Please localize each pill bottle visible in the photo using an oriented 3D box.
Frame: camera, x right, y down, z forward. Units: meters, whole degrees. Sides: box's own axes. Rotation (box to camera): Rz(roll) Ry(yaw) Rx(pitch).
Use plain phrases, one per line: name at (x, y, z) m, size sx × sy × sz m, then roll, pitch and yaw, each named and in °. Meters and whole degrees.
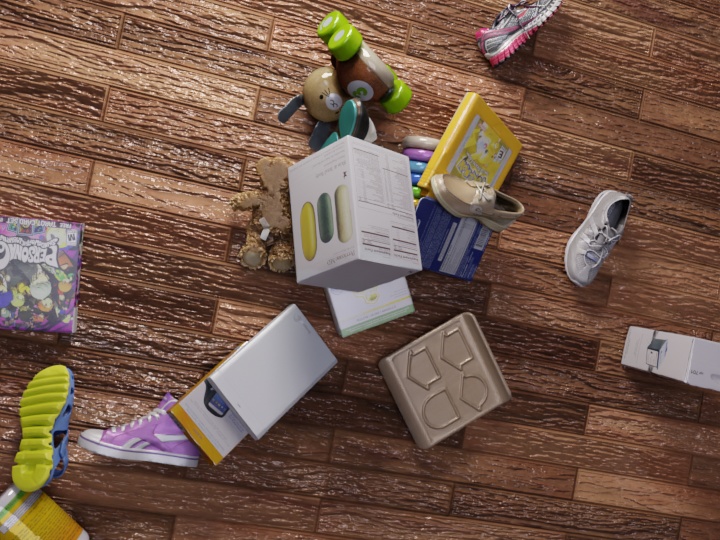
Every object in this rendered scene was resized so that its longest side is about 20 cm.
pill bottle at (-0.506, 0.434, 1.184) m, size 0.111 × 0.111 × 0.200 m, roll -44°, pitch 99°, yaw -9°

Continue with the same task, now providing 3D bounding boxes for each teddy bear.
teddy bear at (-0.153, -0.095, 1.295) m, size 0.143 × 0.067 × 0.203 m, roll -9°, pitch 98°, yaw -3°

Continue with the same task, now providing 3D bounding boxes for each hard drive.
hard drive at (-0.146, 0.170, 1.274) m, size 0.200 × 0.026 × 0.132 m, roll -42°, pitch 99°, yaw -30°

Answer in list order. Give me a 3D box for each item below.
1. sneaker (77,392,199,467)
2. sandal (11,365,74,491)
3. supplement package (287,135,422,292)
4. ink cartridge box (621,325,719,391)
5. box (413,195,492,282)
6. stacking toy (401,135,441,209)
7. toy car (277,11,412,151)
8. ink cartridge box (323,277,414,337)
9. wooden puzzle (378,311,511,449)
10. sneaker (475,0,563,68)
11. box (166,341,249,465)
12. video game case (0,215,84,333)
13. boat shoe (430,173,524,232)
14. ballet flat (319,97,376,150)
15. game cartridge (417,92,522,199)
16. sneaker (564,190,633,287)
sneaker at (-0.361, 0.257, 1.243) m, size 0.198 × 0.072 × 0.116 m, roll 12°, pitch 83°, yaw -22°
sandal at (-0.504, 0.255, 1.205) m, size 0.078 × 0.087 × 0.203 m, roll 3°, pitch 69°, yaw 9°
supplement package at (-0.011, -0.086, 1.224) m, size 0.150 × 0.151 × 0.203 m, roll 10°, pitch 68°, yaw -45°
ink cartridge box at (0.609, 0.167, 1.389) m, size 0.145 × 0.200 × 0.087 m, roll 13°, pitch 87°, yaw -12°
box at (0.146, -0.056, 1.314) m, size 0.198 × 0.032 × 0.122 m, roll 14°, pitch 104°, yaw -41°
stacking toy at (0.101, -0.135, 1.339) m, size 0.084 × 0.085 × 0.203 m, roll 9°, pitch 92°, yaw -12°
toy car at (-0.044, -0.303, 1.279) m, size 0.200 × 0.158 × 0.164 m, roll -43°, pitch 125°, yaw 12°
ink cartridge box at (0.000, 0.000, 1.331) m, size 0.144 × 0.048 × 0.203 m, roll -18°, pitch 96°, yaw -11°
wooden puzzle at (0.153, 0.200, 1.369) m, size 0.198 × 0.046 × 0.187 m, roll -27°, pitch 95°, yaw -7°
sneaker at (0.301, -0.470, 1.381) m, size 0.200 × 0.081 × 0.075 m, roll -44°, pitch 97°, yaw -9°
box at (-0.215, 0.216, 1.264) m, size 0.200 × 0.041 × 0.120 m, roll -43°, pitch 100°, yaw -31°
video game case at (-0.559, 0.004, 1.210) m, size 0.197 × 0.036 × 0.184 m, roll 5°, pitch 90°, yaw -13°
boat shoe at (0.203, -0.126, 1.282) m, size 0.198 × 0.065 × 0.073 m, roll 21°, pitch 52°, yaw -36°
ballet flat at (-0.016, -0.228, 1.259) m, size 0.068 × 0.200 × 0.069 m, roll -3°, pitch 71°, yaw -23°
game cartridge at (0.199, -0.186, 1.341) m, size 0.176 × 0.032 × 0.202 m, roll 33°, pitch 82°, yaw -42°
sneaker at (0.452, -0.065, 1.413) m, size 0.074 × 0.082 × 0.202 m, roll 24°, pitch 85°, yaw -11°
